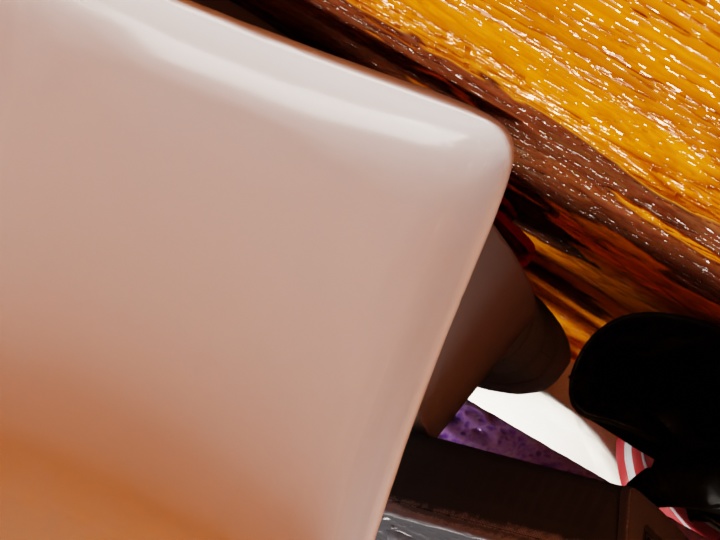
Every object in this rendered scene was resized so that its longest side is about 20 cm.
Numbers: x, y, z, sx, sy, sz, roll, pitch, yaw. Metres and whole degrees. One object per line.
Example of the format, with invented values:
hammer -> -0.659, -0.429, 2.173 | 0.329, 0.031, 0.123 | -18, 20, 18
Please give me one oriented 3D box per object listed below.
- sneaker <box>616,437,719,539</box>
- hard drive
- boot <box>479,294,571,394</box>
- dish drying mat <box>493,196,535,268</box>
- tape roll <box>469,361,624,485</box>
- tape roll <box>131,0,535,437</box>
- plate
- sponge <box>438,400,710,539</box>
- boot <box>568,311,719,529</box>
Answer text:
sneaker -> 0.200, 0.124, 1.151 | 0.200, 0.071, 0.112 | 41, 169, -16
hard drive -> 0.073, 0.117, 0.956 | 0.135, 0.042, 0.200 | 13, 160, 26
boot -> 0.000, 0.000, 1.121 | 0.200, 0.074, 0.096 | 29, 172, 38
dish drying mat -> -0.018, -0.057, 0.979 | 0.200, 0.018, 0.077 | 29, 172, 43
tape roll -> 0.032, 0.108, 1.213 | 0.203, 0.203, 0.037 | 33, -146, -14
tape roll -> -0.033, -0.021, 0.944 | 0.200, 0.066, 0.200 | 38, 167, 10
plate -> -0.067, 0.010, 0.834 | 0.199, 0.200, 0.032 | 23, -167, 14
sponge -> 0.075, 0.089, 1.076 | 0.200, 0.030, 0.112 | 30, 177, 9
boot -> 0.180, 0.097, 0.945 | 0.200, 0.076, 0.168 | 36, -177, 35
